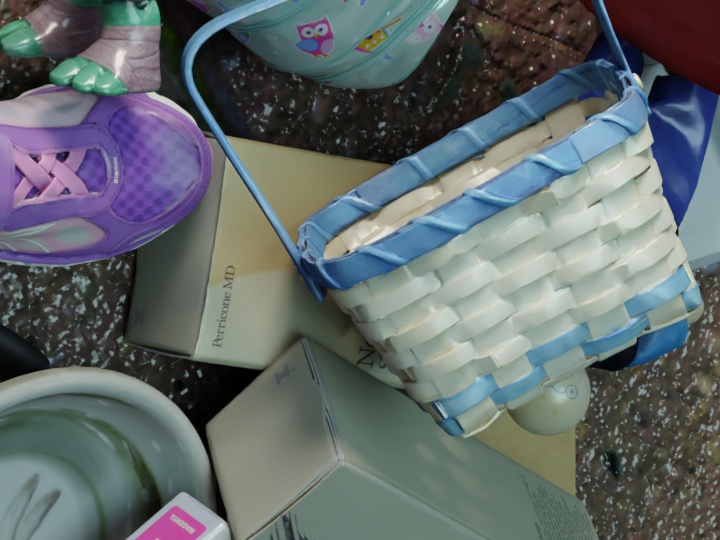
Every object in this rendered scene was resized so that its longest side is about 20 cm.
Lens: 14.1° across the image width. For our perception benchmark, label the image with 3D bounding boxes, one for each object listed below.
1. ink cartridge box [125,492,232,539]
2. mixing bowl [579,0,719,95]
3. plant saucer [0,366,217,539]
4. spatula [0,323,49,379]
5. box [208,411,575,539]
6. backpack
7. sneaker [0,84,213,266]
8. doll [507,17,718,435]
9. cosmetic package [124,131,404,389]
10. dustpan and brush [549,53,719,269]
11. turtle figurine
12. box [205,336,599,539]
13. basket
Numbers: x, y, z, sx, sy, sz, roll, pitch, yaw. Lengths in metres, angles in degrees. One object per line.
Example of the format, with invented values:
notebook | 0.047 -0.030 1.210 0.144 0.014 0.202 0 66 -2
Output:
ink cartridge box | -0.122 0.202 1.257 0.200 0.042 0.120 -42 135 -22
mixing bowl | 0.146 -0.174 1.274 0.108 0.200 0.201 12 89 12
plant saucer | -0.155 0.127 1.251 0.200 0.050 0.201 -21 125 -34
spatula | -0.185 0.014 1.208 0.056 0.021 0.200 -29 153 16
box | 0.018 0.144 1.393 0.199 0.021 0.164 -5 99 -31
backpack | 0.002 -0.182 1.271 0.126 0.167 0.200 34 86 -29
sneaker | -0.154 -0.039 1.211 0.199 0.088 0.081 -1 95 -20
doll | 0.104 -0.019 1.326 0.136 0.048 0.201 24 72 -18
cosmetic package | 0.000 0.000 1.336 0.199 0.071 0.106 7 92 -32
dustpan and brush | 0.136 -0.085 1.415 0.139 0.057 0.201 -17 104 -29
turtle figurine | -0.105 -0.180 1.203 0.100 0.150 0.201 4 106 -13
box | 0.027 0.114 1.310 0.068 0.082 0.200 -41 130 21
basket | 0.039 -0.045 1.222 0.176 0.139 0.200 -26 106 -2
